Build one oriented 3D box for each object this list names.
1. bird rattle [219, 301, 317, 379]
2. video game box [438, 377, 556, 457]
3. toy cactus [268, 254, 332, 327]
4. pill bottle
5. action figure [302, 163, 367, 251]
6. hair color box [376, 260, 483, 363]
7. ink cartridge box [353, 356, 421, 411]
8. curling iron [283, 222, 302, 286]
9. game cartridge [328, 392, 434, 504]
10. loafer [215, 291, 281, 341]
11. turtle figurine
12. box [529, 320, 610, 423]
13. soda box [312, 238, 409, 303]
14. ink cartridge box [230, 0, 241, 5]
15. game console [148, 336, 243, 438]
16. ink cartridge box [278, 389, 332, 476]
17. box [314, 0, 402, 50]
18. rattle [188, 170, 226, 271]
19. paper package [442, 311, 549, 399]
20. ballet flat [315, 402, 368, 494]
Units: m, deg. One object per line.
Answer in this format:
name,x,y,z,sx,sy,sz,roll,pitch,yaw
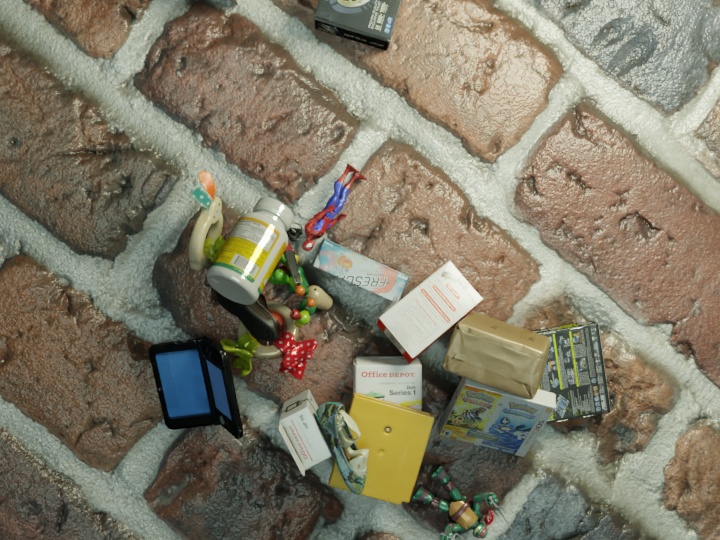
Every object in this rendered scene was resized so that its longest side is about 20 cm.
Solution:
bird rattle,-0.189,0.138,1.636,0.199,0.113,0.164,-5,64,8
video game box,0.286,0.306,1.656,0.199,0.047,0.183,14,129,-3
toy cactus,-0.126,0.049,1.625,0.102,0.200,0.165,-47,135,12
pill bottle,-0.212,-0.043,1.554,0.112,0.113,0.201,28,65,-4
action figure,-0.061,-0.126,1.650,0.052,0.065,0.200,37,92,25
hair color box,0.145,0.086,1.641,0.200,0.064,0.111,-38,79,-13
ink cartridge box,0.057,0.289,1.673,0.144,0.084,0.201,0,95,-2
curling iron,-0.137,-0.039,1.597,0.049,0.201,0.026,-3,128,-7
game cartridge,0.042,0.371,1.624,0.175,0.032,0.201,16,97,-3
loafer,-0.221,0.070,1.608,0.071,0.200,0.073,-31,138,-28
turtle figurine,0.216,0.522,1.690,0.200,0.101,0.150,40,76,11
box,0.449,0.221,1.707,0.159,0.044,0.201,-10,94,-1
soda box,0.000,0.000,1.657,0.199,0.068,0.064,23,92,-5
ink cartridge box,-0.299,-0.657,1.561,0.199,0.147,0.145,31,92,-5
game console,-0.340,0.251,1.623,0.116,0.176,0.201,-18,110,-28
ink cartridge box,-0.110,0.330,1.610,0.066,0.200,0.116,-27,95,0
box,0.009,-0.579,1.611,0.163,0.086,0.201,17,93,-3
rattle,-0.273,-0.085,1.586,0.142,0.130,0.201,26,117,20
paper package,0.282,0.170,1.596,0.190,0.200,0.104,19,98,14
ballet flat,-0.022,0.354,1.565,0.074,0.074,0.201,-26,98,-1
